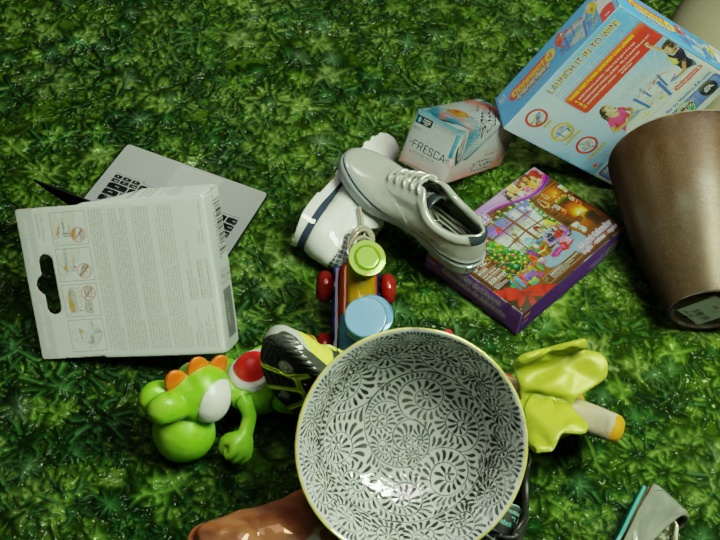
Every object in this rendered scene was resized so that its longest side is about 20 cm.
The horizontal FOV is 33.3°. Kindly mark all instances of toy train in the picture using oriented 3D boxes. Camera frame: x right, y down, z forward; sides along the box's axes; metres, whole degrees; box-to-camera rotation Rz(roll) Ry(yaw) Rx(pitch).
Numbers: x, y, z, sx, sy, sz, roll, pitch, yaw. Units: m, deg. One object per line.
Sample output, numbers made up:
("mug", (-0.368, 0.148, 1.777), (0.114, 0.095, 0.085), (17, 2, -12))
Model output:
("toy train", (0.000, 0.000, 1.245), (0.084, 0.116, 0.201), (3, 67, -6))

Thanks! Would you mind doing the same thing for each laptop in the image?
("laptop", (-0.222, -0.089, 1.325), (0.186, 0.116, 0.200), (20, 48, 9))

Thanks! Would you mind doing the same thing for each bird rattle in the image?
("bird rattle", (0.164, 0.132, 1.177), (0.163, 0.200, 0.113), (25, 73, -29))

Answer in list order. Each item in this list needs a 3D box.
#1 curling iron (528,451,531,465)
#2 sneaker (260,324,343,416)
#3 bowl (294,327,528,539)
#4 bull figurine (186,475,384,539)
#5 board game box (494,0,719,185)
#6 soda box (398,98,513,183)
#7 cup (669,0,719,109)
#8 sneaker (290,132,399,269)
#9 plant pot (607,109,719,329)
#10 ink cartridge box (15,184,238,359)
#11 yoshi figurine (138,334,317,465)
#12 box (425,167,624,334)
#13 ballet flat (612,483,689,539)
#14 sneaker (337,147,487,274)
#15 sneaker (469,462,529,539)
("curling iron", (0.104, 0.227, 1.142), (0.049, 0.026, 0.200), (27, 50, 20))
("sneaker", (-0.017, 0.109, 1.151), (0.200, 0.075, 0.077), (42, 49, -28))
("bowl", (0.042, 0.147, 1.065), (0.199, 0.094, 0.202), (0, 92, -3))
("bull figurine", (-0.053, 0.242, 1.078), (0.199, 0.065, 0.122), (-15, 49, -23))
("board game box", (0.296, -0.211, 1.410), (0.195, 0.200, 0.056), (23, 38, -29))
("soda box", (0.120, -0.155, 1.412), (0.063, 0.069, 0.200), (28, 22, 18))
("cup", (0.443, -0.225, 1.518), (0.200, 0.200, 0.143), (34, 79, 22))
("sneaker", (-0.001, -0.078, 1.386), (0.080, 0.077, 0.200), (31, 57, 8))
("plant pot", (0.380, -0.043, 1.349), (0.186, 0.187, 0.201), (4, 62, -5))
("ink cartridge box", (-0.230, 0.003, 1.201), (0.199, 0.164, 0.057), (-2, 15, 16))
("yoshi figurine", (-0.124, 0.131, 1.172), (0.199, 0.112, 0.113), (-8, 88, -34))
("box", (0.189, -0.027, 1.380), (0.137, 0.039, 0.200), (37, 53, 24))
("ballet flat", (0.241, 0.275, 1.094), (0.064, 0.068, 0.200), (36, 52, 14))
("sneaker", (0.062, -0.082, 1.321), (0.200, 0.071, 0.073), (36, 54, 14))
("sneaker", (0.104, 0.244, 1.073), (0.075, 0.079, 0.201), (22, 58, -8))
